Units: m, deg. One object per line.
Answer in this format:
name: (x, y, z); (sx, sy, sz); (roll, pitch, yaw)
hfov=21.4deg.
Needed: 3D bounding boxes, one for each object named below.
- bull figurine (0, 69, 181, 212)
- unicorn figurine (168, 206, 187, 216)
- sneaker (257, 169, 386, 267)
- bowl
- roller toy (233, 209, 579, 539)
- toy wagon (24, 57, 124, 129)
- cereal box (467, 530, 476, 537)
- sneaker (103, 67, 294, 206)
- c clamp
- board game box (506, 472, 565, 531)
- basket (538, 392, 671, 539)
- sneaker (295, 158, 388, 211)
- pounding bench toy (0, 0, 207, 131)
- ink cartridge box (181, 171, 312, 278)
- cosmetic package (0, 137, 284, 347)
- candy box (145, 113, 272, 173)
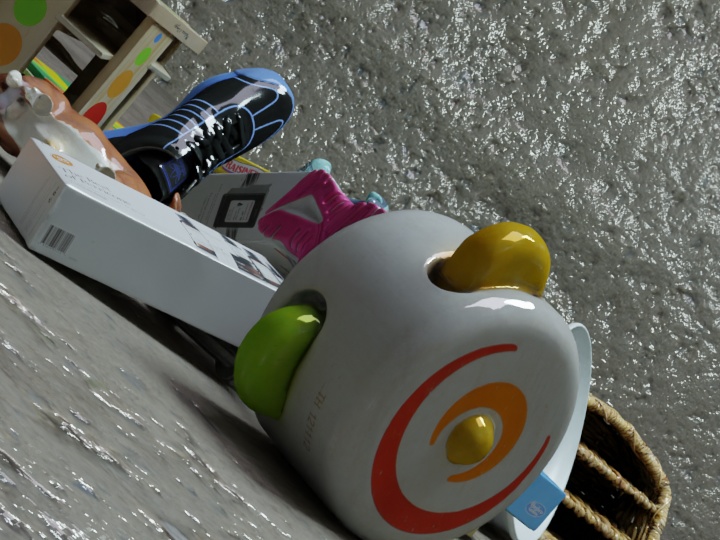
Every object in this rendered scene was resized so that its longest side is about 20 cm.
bull figurine: (-0.192, -0.065, 1.328); (0.200, 0.065, 0.121); (41, 0, 5)
unicorn figurine: (-0.097, 0.012, 1.427); (0.200, 0.074, 0.137); (43, -5, -1)
sneaker: (0.000, 0.000, 1.319); (0.088, 0.081, 0.200); (48, 3, -27)
bowl: (0.129, 0.134, 1.662); (0.090, 0.203, 0.201); (13, -7, 21)
roller toy: (0.038, 0.069, 1.165); (0.140, 0.199, 0.183); (45, -15, 43)
toy wagon: (-0.271, -0.146, 1.706); (0.200, 0.040, 0.155); (38, 4, -43)
cereal box: (0.009, 0.116, 1.493); (0.200, 0.040, 0.144); (44, 4, 39)
sneaker: (-0.131, -0.091, 1.445); (0.078, 0.199, 0.071); (42, -28, 53)
c clamp: (-0.058, 0.079, 1.324); (0.200, 0.027, 0.171); (38, 4, -38)
board game box: (0.060, 0.107, 1.507); (0.153, 0.040, 0.200); (41, 2, -44)
basket: (0.211, 0.200, 1.840); (0.200, 0.143, 0.149); (39, 3, -21)
sneaker: (0.006, -0.023, 1.776); (0.200, 0.086, 0.078); (42, 5, -9)
pounding bench toy: (-0.222, -0.166, 1.531); (0.124, 0.156, 0.200); (41, 3, 14)
ink cartridge box: (-0.058, -0.026, 1.576); (0.199, 0.067, 0.116); (2, -27, 41)
cosmetic package: (-0.132, -0.012, 1.226); (0.199, 0.051, 0.083); (28, 8, -35)
candy box: (-0.102, -0.080, 1.711); (0.199, 0.027, 0.102); (28, -8, 38)
